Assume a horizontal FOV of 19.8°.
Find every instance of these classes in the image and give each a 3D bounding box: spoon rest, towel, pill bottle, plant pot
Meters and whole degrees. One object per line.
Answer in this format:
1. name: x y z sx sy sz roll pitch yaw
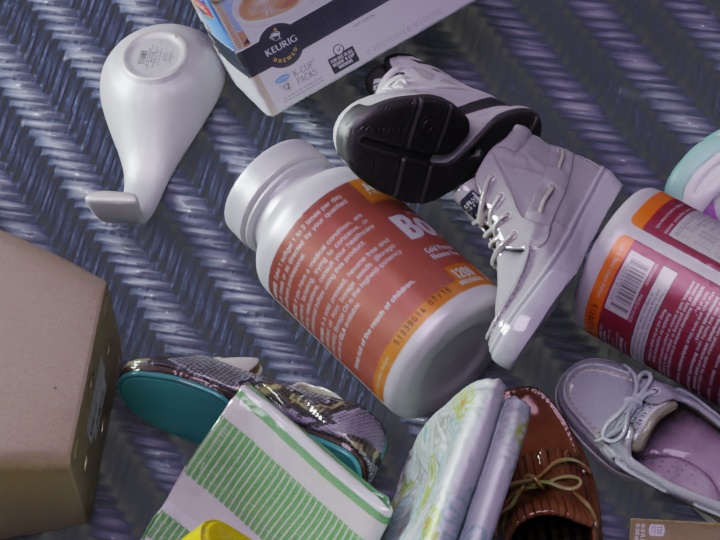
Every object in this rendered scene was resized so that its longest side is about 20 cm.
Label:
1. spoon rest: -0.161 -0.110 1.565 0.099 0.061 0.200 4 52 12
2. towel: -0.082 0.196 1.370 0.152 0.023 0.200 37 97 24
3. pill bottle: 0.000 0.000 1.439 0.112 0.112 0.200 -42 64 -11
4. towel: 0.040 0.176 1.312 0.048 0.171 0.200 22 69 -6
5. pill bottle: 0.250 0.035 1.373 0.200 0.110 0.110 30 73 20
6. plant pot: -0.265 0.081 1.417 0.177 0.200 0.200 8 65 1

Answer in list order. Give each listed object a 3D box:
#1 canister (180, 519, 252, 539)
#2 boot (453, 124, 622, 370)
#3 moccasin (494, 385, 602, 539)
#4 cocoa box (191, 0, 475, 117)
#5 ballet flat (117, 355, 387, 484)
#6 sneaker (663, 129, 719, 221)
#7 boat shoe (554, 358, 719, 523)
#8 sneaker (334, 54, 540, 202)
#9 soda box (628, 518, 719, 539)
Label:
1. canister: -0.119 0.255 1.278 0.200 0.148 0.087 -38 35 19
2. boot: 0.100 -0.020 1.375 0.095 0.074 0.200 30 41 3
3. moccasin: 0.120 0.167 1.351 0.073 0.078 0.202 -8 63 7
4. cocoa box: -0.025 -0.228 1.520 0.200 0.131 0.133 -30 23 -4
5. ballet flat: -0.070 0.097 1.440 0.200 0.072 0.072 19 69 19
6. sneaker: 0.322 -0.079 1.441 0.140 0.078 0.200 37 85 23
7. boat shoe: 0.213 0.117 1.365 0.202 0.065 0.074 39 76 26
8. sneaker: 0.026 -0.104 1.456 0.115 0.200 0.076 29 110 35
9. soda box: 0.198 0.261 1.298 0.068 0.064 0.200 1 65 12
